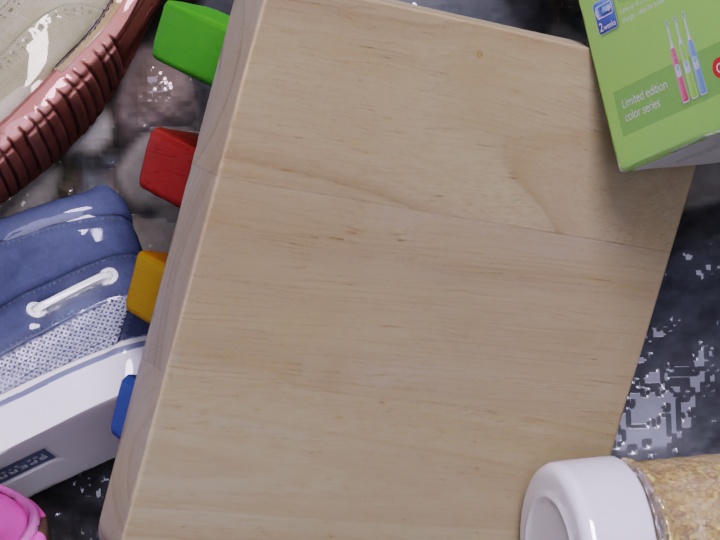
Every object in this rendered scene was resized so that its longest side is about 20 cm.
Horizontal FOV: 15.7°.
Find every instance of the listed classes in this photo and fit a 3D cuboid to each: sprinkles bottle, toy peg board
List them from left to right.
[{"bbox_3d":[0.000,0.000,0.937,0.200,0.098,0.200,9,102,-35],"label":"toy peg board"},{"bbox_3d":[0.160,0.095,0.949,0.199,0.068,0.068,-4,87,-18],"label":"sprinkles bottle"}]

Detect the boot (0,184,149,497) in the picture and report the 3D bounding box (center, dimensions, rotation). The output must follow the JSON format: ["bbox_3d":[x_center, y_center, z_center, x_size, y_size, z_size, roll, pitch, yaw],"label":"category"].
[{"bbox_3d":[-0.162,0.046,0.971,0.200,0.073,0.091,-23,66,0],"label":"boot"}]

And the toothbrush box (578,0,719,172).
[{"bbox_3d":[0.137,-0.149,0.872,0.086,0.146,0.201,-9,81,-34],"label":"toothbrush box"}]

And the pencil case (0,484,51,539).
[{"bbox_3d":[-0.112,0.175,0.920,0.091,0.094,0.200,-30,110,-22],"label":"pencil case"}]

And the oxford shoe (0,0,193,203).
[{"bbox_3d":[-0.117,-0.097,0.975,0.074,0.071,0.200,38,76,3],"label":"oxford shoe"}]
